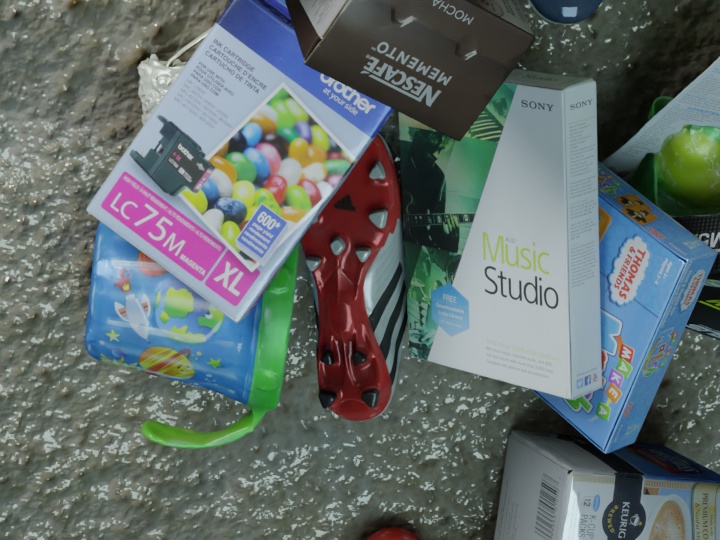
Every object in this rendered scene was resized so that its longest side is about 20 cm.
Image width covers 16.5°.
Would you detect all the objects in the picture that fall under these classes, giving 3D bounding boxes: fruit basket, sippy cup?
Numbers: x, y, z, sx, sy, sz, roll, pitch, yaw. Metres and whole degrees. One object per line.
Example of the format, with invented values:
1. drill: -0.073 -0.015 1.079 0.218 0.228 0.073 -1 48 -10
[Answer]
1. fruit basket: 0.265 -0.084 1.593 0.184 0.094 0.200 11 148 -19
2. sippy cup: -0.110 0.016 1.599 0.129 0.179 0.140 6 159 -4

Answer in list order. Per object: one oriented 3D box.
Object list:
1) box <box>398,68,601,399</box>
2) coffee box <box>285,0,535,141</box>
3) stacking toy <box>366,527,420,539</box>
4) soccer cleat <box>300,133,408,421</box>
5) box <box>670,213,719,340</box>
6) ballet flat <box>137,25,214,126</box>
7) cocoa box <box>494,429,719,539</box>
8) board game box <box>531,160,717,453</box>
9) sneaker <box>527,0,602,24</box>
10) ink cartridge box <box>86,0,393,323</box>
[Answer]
1. box: 0.087 -0.030 1.569 0.036 0.144 0.201 -17 111 -42
2. coffee box: 0.015 -0.176 1.443 0.113 0.200 0.080 26 115 -26
3. stacking toy: 0.073 0.256 1.840 0.085 0.086 0.200 -41 116 16
4. soccer cleat: 0.000 0.000 1.649 0.068 0.085 0.201 1 103 15
5. box: 0.264 0.008 1.622 0.199 0.048 0.192 19 163 -42
6. ballet flat: -0.048 -0.138 1.543 0.199 0.072 0.072 -20 126 0
7. cocoa box: 0.172 0.228 1.758 0.130 0.133 0.201 6 96 -17
8. board game box: 0.124 -0.002 1.596 0.036 0.200 0.152 -13 133 -43
9. sneaker: 0.135 -0.229 1.505 0.074 0.085 0.201 -6 125 -9
10. ink cartridge box: -0.062 -0.083 1.502 0.119 0.042 0.200 36 99 0
